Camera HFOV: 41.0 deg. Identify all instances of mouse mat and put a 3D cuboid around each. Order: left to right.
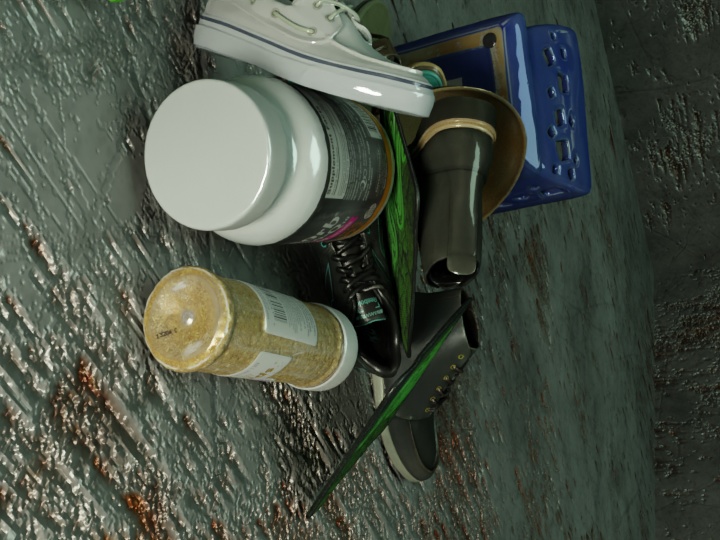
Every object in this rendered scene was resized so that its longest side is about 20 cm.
[{"bbox_3d":[0.029,0.112,0.819,0.162,0.007,0.200,-59,171,28],"label":"mouse mat"},{"bbox_3d":[0.029,-0.045,0.810,0.201,0.007,0.162,91,-10,-48],"label":"mouse mat"}]

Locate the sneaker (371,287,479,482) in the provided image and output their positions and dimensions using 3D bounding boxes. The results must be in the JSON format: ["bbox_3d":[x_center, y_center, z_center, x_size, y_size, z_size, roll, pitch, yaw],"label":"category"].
[{"bbox_3d":[0.073,0.117,0.958,0.075,0.105,0.202,-42,121,-63],"label":"sneaker"}]

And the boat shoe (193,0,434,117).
[{"bbox_3d":[-0.034,-0.162,0.666,0.073,0.198,0.067,-5,115,-65],"label":"boat shoe"}]

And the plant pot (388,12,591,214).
[{"bbox_3d":[0.136,-0.172,1.091,0.179,0.198,0.203,0,83,-60],"label":"plant pot"}]

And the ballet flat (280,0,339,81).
[{"bbox_3d":[-0.044,-0.235,0.851,0.071,0.068,0.203,-15,102,-85],"label":"ballet flat"}]

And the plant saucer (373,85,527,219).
[{"bbox_3d":[0.060,-0.101,0.916,0.200,0.199,0.036,53,10,-50],"label":"plant saucer"}]

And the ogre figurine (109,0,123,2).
[{"bbox_3d":[-0.138,-0.236,0.585,0.200,0.097,0.121,-171,-121,-84],"label":"ogre figurine"}]

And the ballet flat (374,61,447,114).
[{"bbox_3d":[0.040,-0.133,0.954,0.201,0.068,0.063,102,-13,-45],"label":"ballet flat"}]

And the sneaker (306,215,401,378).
[{"bbox_3d":[0.000,0.000,0.830,0.079,0.075,0.202,-135,-153,-67],"label":"sneaker"}]

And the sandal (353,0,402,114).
[{"bbox_3d":[0.014,-0.189,0.970,0.080,0.057,0.203,55,35,-48],"label":"sandal"}]

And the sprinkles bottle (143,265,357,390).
[{"bbox_3d":[-0.071,0.046,0.689,0.200,0.068,0.069,23,62,-64],"label":"sprinkles bottle"}]

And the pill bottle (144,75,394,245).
[{"bbox_3d":[-0.059,-0.077,0.692,0.200,0.115,0.118,-8,91,-67],"label":"pill bottle"}]

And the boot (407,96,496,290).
[{"bbox_3d":[0.061,-0.034,0.791,0.200,0.076,0.140,95,-1,-71],"label":"boot"}]
